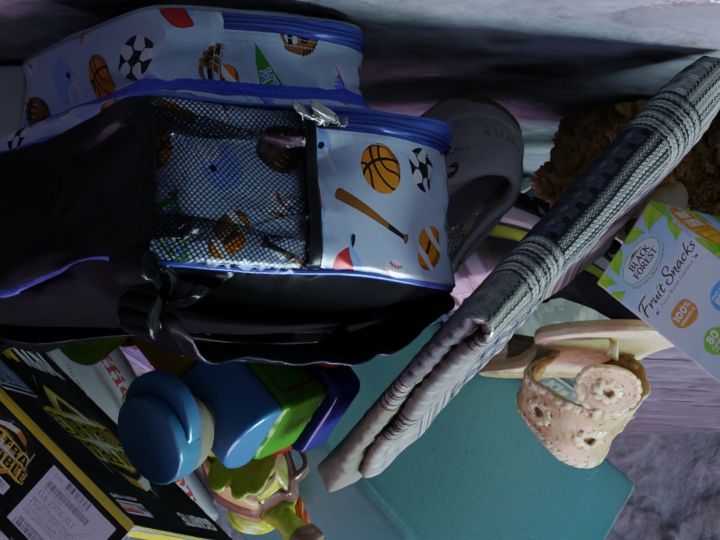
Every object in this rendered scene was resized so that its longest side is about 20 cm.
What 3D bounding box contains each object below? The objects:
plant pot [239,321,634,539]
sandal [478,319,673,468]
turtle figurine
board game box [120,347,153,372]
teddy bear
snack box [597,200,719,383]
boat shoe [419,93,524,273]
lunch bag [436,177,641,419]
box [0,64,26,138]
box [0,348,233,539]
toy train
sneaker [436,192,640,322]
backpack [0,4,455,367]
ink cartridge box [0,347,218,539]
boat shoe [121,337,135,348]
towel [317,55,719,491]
[{"bbox_3d":[0.016,0.111,1.514,0.200,0.142,0.141,48,141,-13],"label":"plant pot"},{"bbox_3d":[0.112,0.065,1.395,0.077,0.070,0.212,3,175,-16],"label":"sandal"},{"bbox_3d":[-0.055,0.109,1.406,0.064,0.200,0.161,-37,159,-7],"label":"turtle figurine"},{"bbox_3d":[-0.089,0.029,1.676,0.200,0.062,0.200,31,-166,-44],"label":"board game box"},{"bbox_3d":[0.181,-0.039,1.387,0.144,0.067,0.200,-5,171,32],"label":"teddy bear"},{"bbox_3d":[0.217,0.035,1.310,0.142,0.053,0.200,39,-165,28],"label":"snack box"},{"bbox_3d":[0.000,0.000,1.324,0.071,0.069,0.200,35,113,-24],"label":"boat shoe"},{"bbox_3d":[0.047,0.010,1.582,0.163,0.118,0.200,-4,157,39],"label":"lunch bag"},{"bbox_3d":[-0.229,-0.034,1.346,0.199,0.107,0.152,0,172,14],"label":"box"},{"bbox_3d":[-0.146,0.085,1.271,0.160,0.049,0.200,42,-179,14],"label":"box"},{"bbox_3d":[-0.101,0.008,1.288,0.115,0.200,0.085,-21,154,-45],"label":"toy train"},{"bbox_3d":[0.059,-0.004,1.433,0.199,0.081,0.074,20,-170,15],"label":"sneaker"},{"bbox_3d":[-0.057,-0.028,1.167,0.190,0.155,0.200,11,171,-31],"label":"backpack"},{"bbox_3d":[-0.178,0.114,1.462,0.084,0.145,0.200,-34,177,23],"label":"ink cartridge box"},{"bbox_3d":[-0.122,0.002,1.446,0.067,0.072,0.200,-35,-160,-27],"label":"boat shoe"},{"bbox_3d":[0.075,0.009,1.238,0.035,0.193,0.200,43,148,2],"label":"towel"}]
